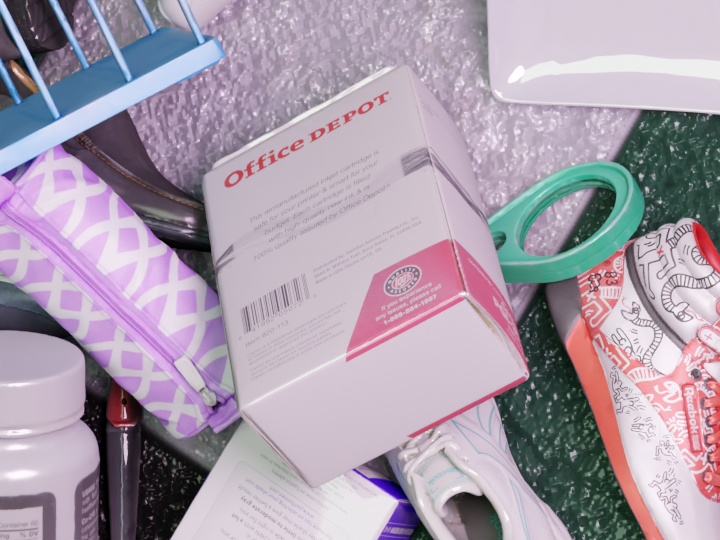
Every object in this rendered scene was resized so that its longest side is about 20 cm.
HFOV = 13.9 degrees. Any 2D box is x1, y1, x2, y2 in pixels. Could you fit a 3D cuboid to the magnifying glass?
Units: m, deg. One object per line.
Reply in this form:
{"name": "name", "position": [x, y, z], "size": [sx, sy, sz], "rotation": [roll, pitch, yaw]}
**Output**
{"name": "magnifying glass", "position": [0.069, -0.010, 1.687], "size": [0.199, 0.022, 0.080], "rotation": [-22, 36, 22]}

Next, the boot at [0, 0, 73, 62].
{"name": "boot", "position": [-0.246, -0.211, 1.812], "size": [0.131, 0.070, 0.201], "rotation": [-13, 62, 28]}

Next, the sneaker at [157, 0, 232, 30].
{"name": "sneaker", "position": [-0.036, -0.208, 1.740], "size": [0.099, 0.078, 0.200], "rotation": [46, 100, 15]}

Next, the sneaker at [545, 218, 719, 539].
{"name": "sneaker", "position": [0.187, 0.071, 1.629], "size": [0.108, 0.067, 0.202], "rotation": [-28, 72, 17]}

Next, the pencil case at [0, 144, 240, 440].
{"name": "pencil case", "position": [-0.141, 0.013, 1.695], "size": [0.200, 0.086, 0.084], "rotation": [43, 107, -11]}

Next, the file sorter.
{"name": "file sorter", "position": [-0.204, -0.132, 1.670], "size": [0.199, 0.139, 0.123], "rotation": [-29, 103, -11]}

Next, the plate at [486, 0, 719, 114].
{"name": "plate", "position": [0.166, -0.186, 1.648], "size": [0.199, 0.032, 0.201], "rotation": [5, 116, 19]}

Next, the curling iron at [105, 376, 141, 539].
{"name": "curling iron", "position": [-0.134, 0.085, 1.764], "size": [0.049, 0.026, 0.201], "rotation": [6, 86, 23]}

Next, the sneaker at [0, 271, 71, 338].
{"name": "sneaker", "position": [-0.260, 0.068, 1.766], "size": [0.202, 0.077, 0.147], "rotation": [-2, 60, 28]}

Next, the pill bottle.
{"name": "pill bottle", "position": [-0.207, 0.144, 1.705], "size": [0.113, 0.113, 0.201], "rotation": [9, 108, 20]}

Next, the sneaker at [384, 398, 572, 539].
{"name": "sneaker", "position": [0.052, 0.106, 1.666], "size": [0.070, 0.080, 0.201], "rotation": [-40, 68, 12]}

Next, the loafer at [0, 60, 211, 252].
{"name": "loafer", "position": [-0.159, -0.069, 1.770], "size": [0.199, 0.073, 0.073], "rotation": [24, 87, 20]}

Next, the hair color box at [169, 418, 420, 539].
{"name": "hair color box", "position": [-0.061, 0.190, 1.706], "size": [0.109, 0.065, 0.200], "rotation": [33, 93, 20]}

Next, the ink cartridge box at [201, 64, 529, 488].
{"name": "ink cartridge box", "position": [0.000, 0.000, 1.649], "size": [0.146, 0.083, 0.200], "rotation": [-28, 41, 15]}
